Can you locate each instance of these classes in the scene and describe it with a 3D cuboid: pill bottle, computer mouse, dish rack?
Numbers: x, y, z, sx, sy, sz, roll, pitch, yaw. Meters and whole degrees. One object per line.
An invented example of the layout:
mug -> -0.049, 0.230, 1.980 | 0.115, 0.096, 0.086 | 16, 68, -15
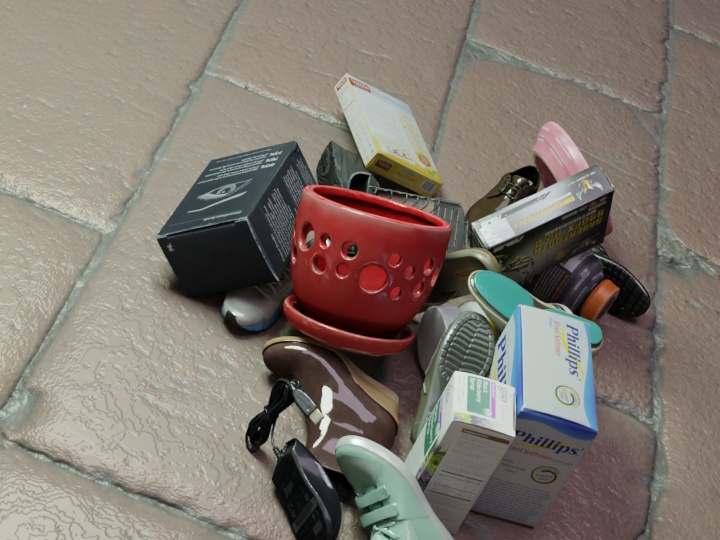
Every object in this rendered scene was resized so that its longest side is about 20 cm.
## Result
pill bottle -> 0.284, -0.003, 1.920 | 0.200, 0.106, 0.106 | 39, 43, 18
computer mouse -> -0.057, 0.221, 1.504 | 0.046, 0.141, 0.200 | -5, 47, -38
pill bottle -> 0.186, 0.098, 1.761 | 0.199, 0.115, 0.115 | 3, 44, -21
dish rack -> 0.061, -0.047, 1.852 | 0.199, 0.055, 0.154 | 11, 84, -15

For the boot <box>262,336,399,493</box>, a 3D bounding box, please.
boot -> -0.048, 0.175, 1.605 | 0.199, 0.073, 0.167 | 26, 39, -2

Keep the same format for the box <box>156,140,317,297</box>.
box -> -0.158, -0.070, 1.746 | 0.147, 0.105, 0.200 | -9, 32, 28

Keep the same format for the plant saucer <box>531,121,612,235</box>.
plant saucer -> 0.326, -0.135, 2.044 | 0.051, 0.201, 0.201 | -29, 54, 0

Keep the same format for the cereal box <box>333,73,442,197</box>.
cereal box -> 0.043, -0.214, 2.055 | 0.143, 0.040, 0.201 | 22, 34, -36

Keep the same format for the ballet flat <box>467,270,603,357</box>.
ballet flat -> 0.217, 0.068, 1.683 | 0.199, 0.070, 0.070 | 27, 40, -7

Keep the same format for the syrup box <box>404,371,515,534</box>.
syrup box -> 0.111, 0.217, 1.534 | 0.081, 0.200, 0.079 | 15, 42, -8

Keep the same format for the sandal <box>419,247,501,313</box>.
sandal -> 0.100, 0.020, 1.753 | 0.054, 0.199, 0.081 | -45, 112, -44

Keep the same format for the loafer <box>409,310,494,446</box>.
loafer -> 0.106, 0.144, 1.652 | 0.075, 0.070, 0.201 | 29, 75, -19

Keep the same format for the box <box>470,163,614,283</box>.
box -> 0.248, -0.051, 1.799 | 0.199, 0.159, 0.048 | -24, 64, -8

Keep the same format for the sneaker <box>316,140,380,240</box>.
sneaker -> -0.011, -0.112, 1.936 | 0.090, 0.076, 0.201 | 17, 44, -22

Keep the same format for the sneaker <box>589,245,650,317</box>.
sneaker -> 0.367, -0.010, 1.993 | 0.200, 0.076, 0.087 | 36, 36, 15

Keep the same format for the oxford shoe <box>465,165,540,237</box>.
oxford shoe -> 0.221, -0.110, 2.025 | 0.073, 0.085, 0.200 | 33, 43, 10

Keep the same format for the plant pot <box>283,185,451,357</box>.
plant pot -> 0.000, 0.000, 1.677 | 0.199, 0.183, 0.200 | 15, 12, -3

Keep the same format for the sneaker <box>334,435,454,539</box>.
sneaker -> 0.021, 0.289, 1.480 | 0.201, 0.074, 0.118 | 51, 47, -1

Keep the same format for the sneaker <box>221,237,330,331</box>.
sneaker -> -0.110, 0.007, 1.749 | 0.075, 0.087, 0.200 | 38, 44, 15

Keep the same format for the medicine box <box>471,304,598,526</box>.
medicine box -> 0.207, 0.180, 1.616 | 0.102, 0.201, 0.183 | 15, 41, -8
